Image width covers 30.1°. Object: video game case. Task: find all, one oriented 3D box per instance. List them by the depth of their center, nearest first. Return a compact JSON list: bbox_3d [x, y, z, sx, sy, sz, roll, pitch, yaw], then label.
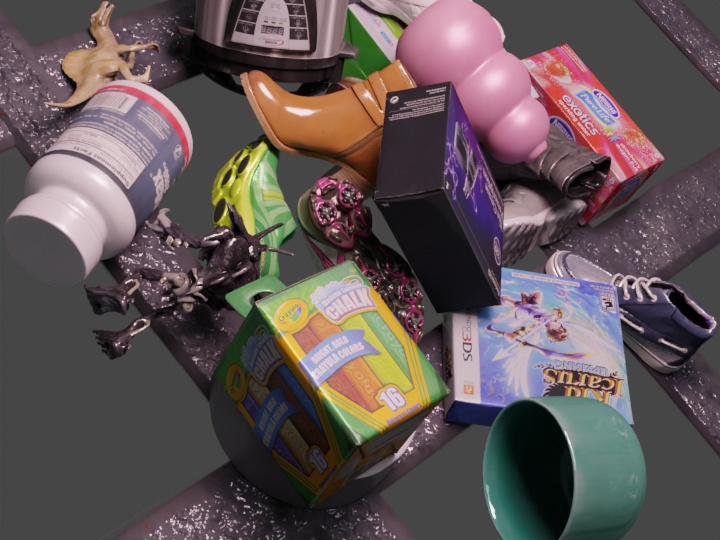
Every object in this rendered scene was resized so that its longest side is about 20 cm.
[{"bbox_3d":[0.187,0.086,1.445,0.197,0.046,0.183,8,53,-10],"label":"video game case"}]

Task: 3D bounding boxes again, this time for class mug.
[{"bbox_3d":[0.204,0.215,1.328,0.113,0.187,0.152,1,32,-30],"label":"mug"}]

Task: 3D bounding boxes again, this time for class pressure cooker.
[{"bbox_3d":[-0.096,-0.289,1.494,0.175,0.202,0.177,27,27,37],"label":"pressure cooker"}]

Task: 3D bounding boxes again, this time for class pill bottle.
[{"bbox_3d":[-0.256,-0.082,1.303,0.119,0.120,0.201,32,48,-3],"label":"pill bottle"}]

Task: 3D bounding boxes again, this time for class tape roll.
[{"bbox_3d":[-0.044,0.125,1.302,0.198,0.066,0.202,14,52,-19],"label":"tape roll"}]

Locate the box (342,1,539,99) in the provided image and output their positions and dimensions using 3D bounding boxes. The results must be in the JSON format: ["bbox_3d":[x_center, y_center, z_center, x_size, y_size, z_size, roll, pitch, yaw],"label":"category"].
[{"bbox_3d":[0.084,-0.236,1.614,0.175,0.097,0.201,-24,70,-39],"label":"box"}]

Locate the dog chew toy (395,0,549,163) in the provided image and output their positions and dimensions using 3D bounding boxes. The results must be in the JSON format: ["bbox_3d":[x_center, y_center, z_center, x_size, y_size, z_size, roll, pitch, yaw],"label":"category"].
[{"bbox_3d":[0.131,-0.201,1.475,0.200,0.125,0.124,48,49,4],"label":"dog chew toy"}]

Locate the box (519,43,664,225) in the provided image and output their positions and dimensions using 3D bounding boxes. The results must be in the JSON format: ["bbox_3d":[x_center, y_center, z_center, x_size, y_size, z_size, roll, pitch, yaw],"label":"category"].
[{"bbox_3d":[0.265,-0.170,1.662,0.099,0.096,0.201,-24,70,-39],"label":"box"}]

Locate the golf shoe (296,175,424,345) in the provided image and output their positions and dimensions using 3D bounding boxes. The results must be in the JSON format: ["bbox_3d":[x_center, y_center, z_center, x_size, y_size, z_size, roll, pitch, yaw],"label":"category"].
[{"bbox_3d":[0.000,0.000,1.403,0.072,0.092,0.202,-27,87,-26],"label":"golf shoe"}]

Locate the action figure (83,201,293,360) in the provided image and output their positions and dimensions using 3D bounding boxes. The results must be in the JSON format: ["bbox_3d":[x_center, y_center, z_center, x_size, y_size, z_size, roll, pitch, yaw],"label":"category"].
[{"bbox_3d":[-0.167,0.000,1.278,0.199,0.120,0.102,-28,37,-24],"label":"action figure"}]

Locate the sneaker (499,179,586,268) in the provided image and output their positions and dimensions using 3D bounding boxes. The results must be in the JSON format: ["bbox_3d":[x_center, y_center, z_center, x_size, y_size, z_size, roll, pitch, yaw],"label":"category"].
[{"bbox_3d":[0.175,-0.061,1.563,0.199,0.075,0.082,-18,55,-46],"label":"sneaker"}]

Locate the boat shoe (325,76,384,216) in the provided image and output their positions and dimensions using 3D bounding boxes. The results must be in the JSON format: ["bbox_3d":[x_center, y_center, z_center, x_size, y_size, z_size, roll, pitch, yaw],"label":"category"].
[{"bbox_3d":[0.016,-0.136,1.521,0.071,0.076,0.201,-22,68,-35],"label":"boat shoe"}]

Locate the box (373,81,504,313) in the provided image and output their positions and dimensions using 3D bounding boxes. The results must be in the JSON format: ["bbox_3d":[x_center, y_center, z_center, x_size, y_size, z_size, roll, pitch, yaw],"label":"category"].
[{"bbox_3d":[0.086,-0.072,1.384,0.078,0.201,0.143,-6,53,21],"label":"box"}]

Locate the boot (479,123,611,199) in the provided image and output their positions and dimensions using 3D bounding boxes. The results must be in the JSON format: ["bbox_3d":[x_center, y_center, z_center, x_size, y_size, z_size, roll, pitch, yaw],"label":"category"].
[{"bbox_3d":[0.192,-0.122,1.535,0.199,0.070,0.131,-26,47,-36],"label":"boot"}]

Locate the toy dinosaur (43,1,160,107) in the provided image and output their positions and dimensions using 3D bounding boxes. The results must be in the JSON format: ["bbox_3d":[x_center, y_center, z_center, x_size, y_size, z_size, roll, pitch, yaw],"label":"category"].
[{"bbox_3d":[-0.275,-0.210,1.444,0.100,0.059,0.201,11,43,-2],"label":"toy dinosaur"}]

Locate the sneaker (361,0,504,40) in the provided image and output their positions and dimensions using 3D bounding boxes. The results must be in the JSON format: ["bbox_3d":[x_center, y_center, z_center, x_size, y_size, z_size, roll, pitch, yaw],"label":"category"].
[{"bbox_3d":[0.084,-0.318,1.545,0.198,0.100,0.075,27,46,-8],"label":"sneaker"}]

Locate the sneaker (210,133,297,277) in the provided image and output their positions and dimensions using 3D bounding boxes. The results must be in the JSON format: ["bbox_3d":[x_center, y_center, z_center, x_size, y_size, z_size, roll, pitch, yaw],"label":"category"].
[{"bbox_3d":[-0.111,-0.062,1.412,0.083,0.074,0.202,40,37,-33],"label":"sneaker"}]

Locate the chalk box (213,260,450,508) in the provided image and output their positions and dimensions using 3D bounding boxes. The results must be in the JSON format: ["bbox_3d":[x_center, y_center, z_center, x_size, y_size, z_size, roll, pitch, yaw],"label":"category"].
[{"bbox_3d":[-0.041,0.082,1.207,0.124,0.124,0.201,-26,72,-39],"label":"chalk box"}]

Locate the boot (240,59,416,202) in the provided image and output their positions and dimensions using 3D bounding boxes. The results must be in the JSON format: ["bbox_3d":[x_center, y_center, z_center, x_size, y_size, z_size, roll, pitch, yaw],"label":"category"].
[{"bbox_3d":[-0.018,-0.172,1.428,0.200,0.155,0.077,48,17,-15],"label":"boot"}]

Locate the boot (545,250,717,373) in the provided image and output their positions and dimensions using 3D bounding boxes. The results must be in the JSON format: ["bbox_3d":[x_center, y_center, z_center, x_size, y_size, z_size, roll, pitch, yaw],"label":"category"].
[{"bbox_3d":[0.314,0.028,1.547,0.199,0.091,0.073,37,48,1],"label":"boot"}]
